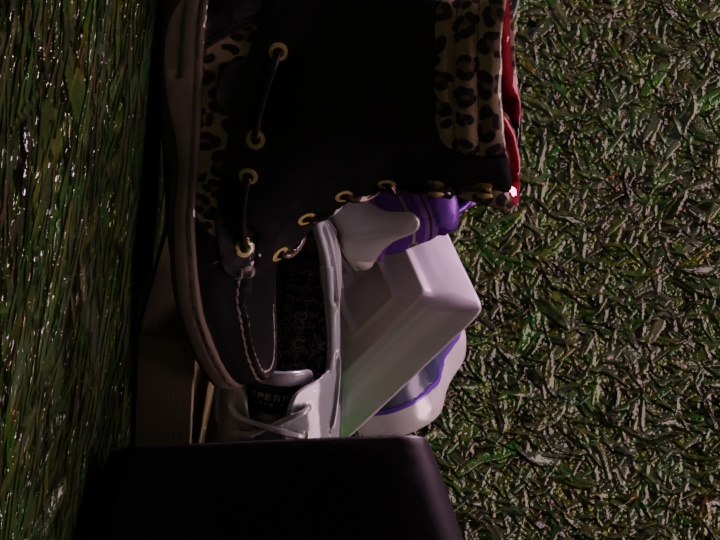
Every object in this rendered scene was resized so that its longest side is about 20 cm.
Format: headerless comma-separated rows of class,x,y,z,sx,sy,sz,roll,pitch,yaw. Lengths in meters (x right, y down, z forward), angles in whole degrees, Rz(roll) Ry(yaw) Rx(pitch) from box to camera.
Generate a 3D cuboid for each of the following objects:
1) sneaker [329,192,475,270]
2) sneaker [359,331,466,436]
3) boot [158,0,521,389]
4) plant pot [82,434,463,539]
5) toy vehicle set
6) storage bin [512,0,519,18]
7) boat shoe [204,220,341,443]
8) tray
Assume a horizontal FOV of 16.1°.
sneaker,0.041,-0.058,1.332,0.200,0.083,0.081,-67,144,-60
sneaker,0.009,0.003,1.578,0.200,0.080,0.147,-79,153,-70
boot,-0.006,-0.038,1.100,0.073,0.149,0.201,-71,160,-65
plant pot,-0.035,0.171,1.088,0.200,0.198,0.179,89,-2,-75
toy vehicle set,-0.079,0.013,1.245,0.201,0.026,0.125,-79,176,-50
storage bin,-0.007,-0.208,1.194,0.134,0.145,0.202,-169,-94,-65
boat shoe,-0.043,0.059,1.210,0.072,0.069,0.202,75,17,-71
tray,0.000,0.000,1.424,0.107,0.022,0.200,-45,-149,14
